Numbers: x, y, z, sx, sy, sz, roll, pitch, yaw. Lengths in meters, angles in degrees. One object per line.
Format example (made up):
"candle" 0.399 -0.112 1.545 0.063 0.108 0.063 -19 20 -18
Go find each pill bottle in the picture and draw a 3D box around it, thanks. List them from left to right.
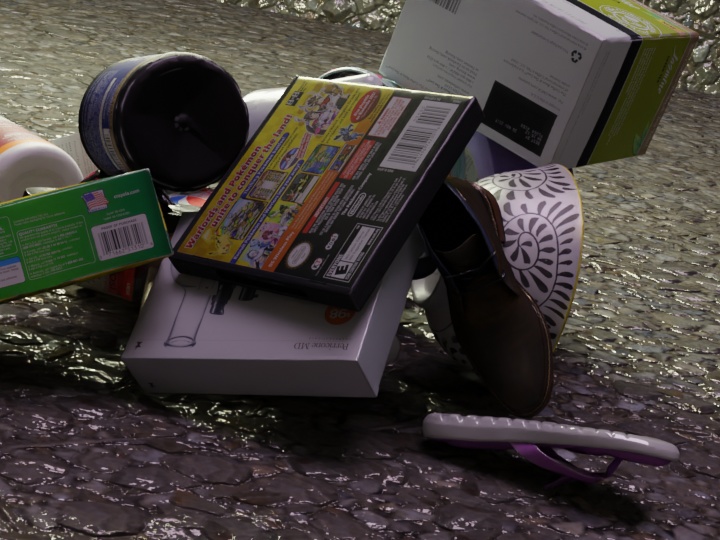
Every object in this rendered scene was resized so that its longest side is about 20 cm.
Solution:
"pill bottle" -0.359 -0.092 1.685 0.113 0.113 0.200 -3 19 -38
"pill bottle" -0.174 -0.124 1.464 0.112 0.112 0.200 3 4 -22

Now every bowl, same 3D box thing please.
"bowl" 0.101 -0.001 1.465 0.094 0.201 0.201 13 14 -16

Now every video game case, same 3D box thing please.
"video game case" -0.026 -0.065 1.339 0.181 0.026 0.200 12 57 36

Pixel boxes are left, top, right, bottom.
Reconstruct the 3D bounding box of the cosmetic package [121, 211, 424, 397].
"cosmetic package" -0.066 0.023 1.338 0.200 0.052 0.151 -1 52 24

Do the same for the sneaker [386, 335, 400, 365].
"sneaker" -0.042 0.028 1.433 0.088 0.074 0.200 5 28 -41

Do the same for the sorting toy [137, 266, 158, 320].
"sorting toy" -0.090 0.055 1.486 0.200 0.036 0.185 13 15 -7

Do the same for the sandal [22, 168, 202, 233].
"sandal" -0.198 -0.064 1.551 0.200 0.045 0.075 7 18 -10

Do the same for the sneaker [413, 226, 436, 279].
"sneaker" 0.000 0.000 1.478 0.070 0.082 0.200 -13 16 -34

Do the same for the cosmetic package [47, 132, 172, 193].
"cosmetic package" -0.219 -0.112 1.769 0.200 0.081 0.113 -13 1 33

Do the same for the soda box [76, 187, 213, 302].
"soda box" -0.180 -0.027 1.640 0.063 0.070 0.200 16 18 25

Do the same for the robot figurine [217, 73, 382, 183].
"robot figurine" -0.037 -0.101 1.489 0.200 0.170 0.113 -1 -37 33

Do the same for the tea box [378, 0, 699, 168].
"tea box" 0.165 -0.199 1.599 0.200 0.134 0.197 34 25 25

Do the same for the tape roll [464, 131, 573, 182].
"tape roll" 0.123 -0.050 1.673 0.085 0.200 0.200 3 17 -22

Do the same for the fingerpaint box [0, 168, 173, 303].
"fingerpaint box" -0.258 -0.017 1.352 0.200 0.073 0.167 -16 2 -12

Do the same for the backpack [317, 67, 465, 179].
"backpack" 0.001 -0.081 1.620 0.178 0.200 0.151 39 19 33

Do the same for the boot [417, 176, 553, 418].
"boot" 0.086 0.016 1.341 0.075 0.200 0.097 -26 -21 19

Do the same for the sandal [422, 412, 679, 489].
"sandal" 0.142 0.139 1.307 0.203 0.050 0.082 4 -4 31
